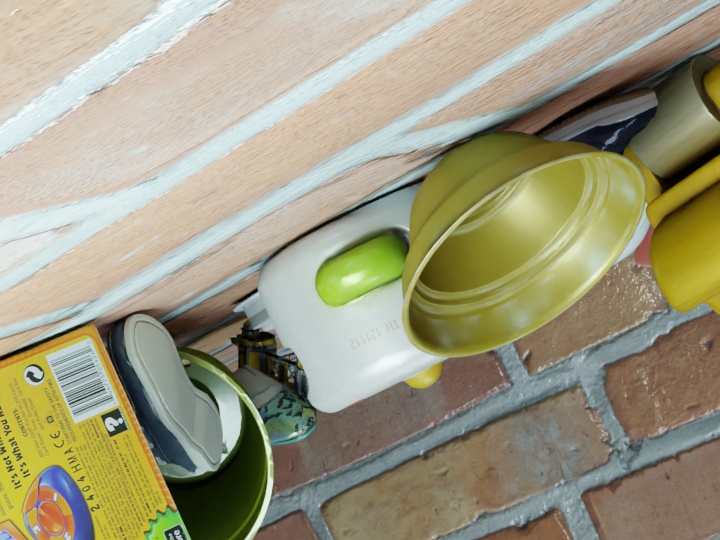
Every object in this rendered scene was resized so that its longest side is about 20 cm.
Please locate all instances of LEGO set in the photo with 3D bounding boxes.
[{"bbox_3d":[-0.023,0.045,1.831,0.198,0.117,0.153,-7,-164,-29],"label":"LEGO set"}]

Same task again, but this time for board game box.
[{"bbox_3d":[-0.262,0.186,1.327,0.198,0.202,0.200,-22,174,-32],"label":"board game box"}]

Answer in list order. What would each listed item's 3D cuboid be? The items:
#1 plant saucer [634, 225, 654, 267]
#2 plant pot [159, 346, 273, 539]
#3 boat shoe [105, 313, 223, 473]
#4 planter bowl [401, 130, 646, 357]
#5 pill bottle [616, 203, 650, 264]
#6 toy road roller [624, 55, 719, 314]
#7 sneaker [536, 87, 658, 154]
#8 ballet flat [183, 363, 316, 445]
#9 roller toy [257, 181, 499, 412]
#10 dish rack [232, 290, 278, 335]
[{"bbox_3d":[0.349,-0.073,1.654,0.200,0.037,0.199,-42,-161,-13],"label":"plant saucer"},{"bbox_3d":[-0.167,0.149,1.637,0.199,0.202,0.193,-26,-173,5],"label":"plant pot"},{"bbox_3d":[-0.161,0.097,1.450,0.061,0.076,0.200,-5,153,13],"label":"boat shoe"},{"bbox_3d":[0.097,-0.036,1.331,0.199,0.084,0.201,-24,147,-17],"label":"planter bowl"},{"bbox_3d":[0.196,-0.055,1.666,0.115,0.117,0.200,-25,175,-2],"label":"pill bottle"},{"bbox_3d":[0.273,-0.055,1.468,0.123,0.201,0.146,-36,176,39],"label":"toy road roller"},{"bbox_3d":[0.172,-0.061,1.498,0.199,0.109,0.070,-29,174,38],"label":"sneaker"},{"bbox_3d":[-0.117,0.120,1.781,0.074,0.075,0.199,-22,-166,-36],"label":"ballet flat"},{"bbox_3d":[0.026,0.025,1.465,0.199,0.141,0.182,-22,175,-40],"label":"roller toy"},{"bbox_3d":[0.000,0.000,1.668,0.199,0.044,0.171,-21,173,-42],"label":"dish rack"}]
